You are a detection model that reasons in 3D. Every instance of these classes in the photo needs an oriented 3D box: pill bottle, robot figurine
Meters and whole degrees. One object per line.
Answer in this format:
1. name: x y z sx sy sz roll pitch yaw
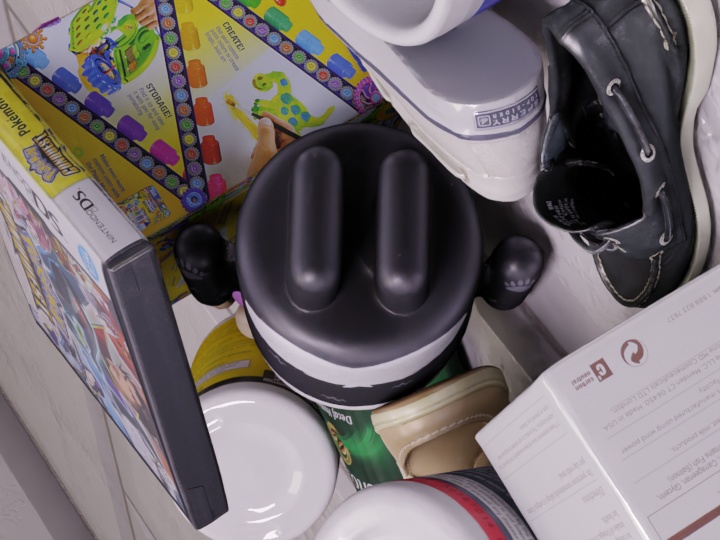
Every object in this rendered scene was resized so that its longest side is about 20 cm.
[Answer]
1. pill bottle: 0.080 0.149 0.920 0.119 0.199 0.121 2 94 43
2. robot figurine: -0.001 -0.002 0.991 0.150 0.125 0.200 40 168 9
3. pill bottle: -0.064 0.090 1.312 0.200 0.110 0.112 -84 -28 -69

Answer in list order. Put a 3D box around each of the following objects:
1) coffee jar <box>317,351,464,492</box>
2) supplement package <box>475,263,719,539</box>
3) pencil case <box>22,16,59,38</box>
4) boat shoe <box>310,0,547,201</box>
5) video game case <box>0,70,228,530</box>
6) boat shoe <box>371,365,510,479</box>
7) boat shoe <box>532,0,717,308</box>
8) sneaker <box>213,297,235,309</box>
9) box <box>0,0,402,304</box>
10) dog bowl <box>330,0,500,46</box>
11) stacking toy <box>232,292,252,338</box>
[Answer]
1. coffee jar: 0.034 0.110 1.203 0.104 0.085 0.201 25 141 64
2. supplement package: 0.156 0.112 0.801 0.201 0.117 0.117 59 162 8
3. pencil case: -0.175 -0.101 1.468 0.092 0.085 0.201 11 129 48
4. boat shoe: 0.029 -0.098 0.886 0.200 0.070 0.070 52 161 48
5. video game case: -0.136 0.010 0.982 0.181 0.025 0.201 46 157 37
6. boat shoe: 0.054 0.099 1.048 0.200 0.072 0.065 59 -169 -74
7. boat shoe: 0.100 -0.043 0.800 0.075 0.066 0.200 50 160 28
8. sneaker: -0.134 -0.062 1.271 0.075 0.071 0.201 -4 124 26
9. box: -0.089 -0.075 1.077 0.123 0.192 0.200 57 162 8
10. dog bowl: 0.010 -0.197 0.792 0.201 0.078 0.201 53 162 26
11. stacking toy: -0.065 -0.063 1.247 0.085 0.085 0.202 17 127 66
